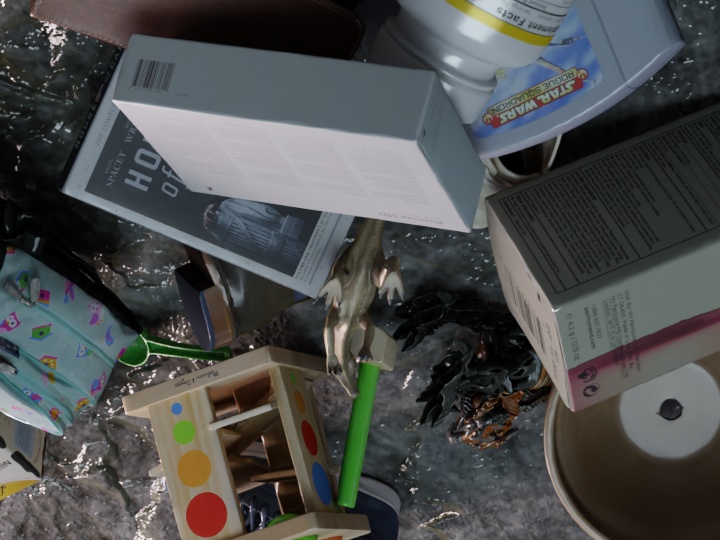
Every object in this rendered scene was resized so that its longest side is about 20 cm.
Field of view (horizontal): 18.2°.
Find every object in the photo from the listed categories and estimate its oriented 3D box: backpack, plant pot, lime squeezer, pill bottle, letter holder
[{"bbox_3d":[-0.253,0.024,1.572,0.127,0.167,0.200,-54,134,-7],"label":"backpack"},{"bbox_3d":[0.237,0.115,1.699,0.199,0.093,0.202,1,103,3],"label":"plant pot"},{"bbox_3d":[-0.195,0.072,1.681,0.198,0.071,0.038,-12,134,-1],"label":"lime squeezer"},{"bbox_3d":[0.086,-0.195,1.379,0.111,0.111,0.201,24,110,-22],"label":"pill bottle"},{"bbox_3d":[-0.088,-0.208,1.407,0.199,0.101,0.143,18,129,-17],"label":"letter holder"}]

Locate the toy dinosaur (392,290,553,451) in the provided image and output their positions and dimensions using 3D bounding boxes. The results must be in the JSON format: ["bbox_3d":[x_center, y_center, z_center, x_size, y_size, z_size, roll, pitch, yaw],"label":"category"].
[{"bbox_3d":[0.104,0.060,1.690,0.135,0.102,0.201,4,116,-26],"label":"toy dinosaur"}]

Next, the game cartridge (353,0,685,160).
[{"bbox_3d":[0.102,-0.150,1.456,0.199,0.134,0.041,-24,170,20],"label":"game cartridge"}]

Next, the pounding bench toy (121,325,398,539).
[{"bbox_3d":[-0.048,0.142,1.669,0.199,0.157,0.124,-20,166,17],"label":"pounding bench toy"}]

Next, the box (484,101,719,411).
[{"bbox_3d":[0.203,-0.013,1.541,0.199,0.128,0.109,-22,134,-6],"label":"box"}]

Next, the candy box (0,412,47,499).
[{"bbox_3d":[-0.355,0.112,1.728,0.136,0.061,0.200,-27,129,22],"label":"candy box"}]

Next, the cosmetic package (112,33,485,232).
[{"bbox_3d":[-0.035,-0.084,1.396,0.199,0.052,0.151,9,161,18],"label":"cosmetic package"}]

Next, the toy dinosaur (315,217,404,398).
[{"bbox_3d":[0.000,0.000,1.568,0.058,0.101,0.201,15,106,-6],"label":"toy dinosaur"}]

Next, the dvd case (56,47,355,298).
[{"bbox_3d":[-0.086,-0.085,1.522,0.199,0.025,0.151,22,96,-23],"label":"dvd case"}]

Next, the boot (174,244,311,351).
[{"bbox_3d":[-0.087,-0.046,1.599,0.096,0.075,0.201,-19,125,-20],"label":"boot"}]

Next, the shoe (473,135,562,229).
[{"bbox_3d":[0.103,-0.098,1.546,0.069,0.054,0.201,11,132,-12],"label":"shoe"}]

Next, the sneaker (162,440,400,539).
[{"bbox_3d":[-0.062,0.218,1.779,0.201,0.147,0.077,14,133,-12],"label":"sneaker"}]
